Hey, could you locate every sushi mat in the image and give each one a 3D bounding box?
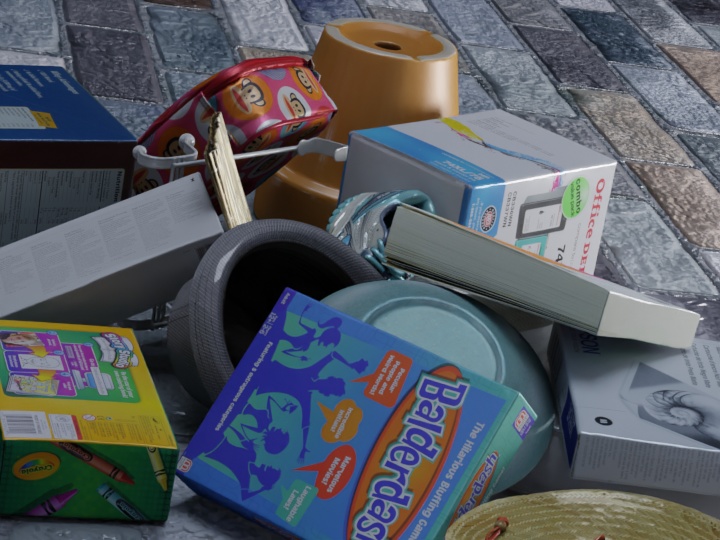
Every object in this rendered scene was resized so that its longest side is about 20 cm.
[{"bbox_3d":[-0.087,-0.017,1.757,0.012,0.201,0.096,-14,24,5],"label":"sushi mat"}]

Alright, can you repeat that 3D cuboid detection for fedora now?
[{"bbox_3d":[-0.066,0.056,1.672,0.199,0.178,0.090,18,-23,-40],"label":"fedora"}]

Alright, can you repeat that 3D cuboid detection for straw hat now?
[{"bbox_3d":[0.148,0.213,1.413,0.200,0.086,0.201,4,19,-1],"label":"straw hat"}]

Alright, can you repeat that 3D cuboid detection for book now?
[{"bbox_3d":[0.134,0.007,1.675,0.199,0.048,0.133,20,6,38],"label":"book"}]

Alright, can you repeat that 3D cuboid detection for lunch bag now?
[{"bbox_3d":[-0.116,-0.104,1.967,0.082,0.200,0.176,57,28,9],"label":"lunch bag"}]

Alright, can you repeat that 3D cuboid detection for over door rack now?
[{"bbox_3d":[-0.112,-0.033,1.838,0.199,0.149,0.066,-6,22,-41],"label":"over door rack"}]

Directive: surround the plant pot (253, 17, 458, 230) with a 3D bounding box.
[{"bbox_3d":[0.012,-0.128,2.103,0.199,0.184,0.200,9,20,-3],"label":"plant pot"}]

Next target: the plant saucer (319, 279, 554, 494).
[{"bbox_3d":[0.045,0.072,1.601,0.200,0.039,0.202,8,47,-9],"label":"plant saucer"}]

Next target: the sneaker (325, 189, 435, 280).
[{"bbox_3d":[0.000,0.000,1.807,0.086,0.078,0.200,-18,33,37],"label":"sneaker"}]

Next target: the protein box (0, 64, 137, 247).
[{"bbox_3d":[-0.315,-0.079,1.878,0.199,0.136,0.198,-1,23,-28],"label":"protein box"}]

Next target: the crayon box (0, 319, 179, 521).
[{"bbox_3d":[-0.202,0.100,1.572,0.118,0.059,0.200,4,21,-17],"label":"crayon box"}]

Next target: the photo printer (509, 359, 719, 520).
[{"bbox_3d":[0.210,0.133,1.676,0.199,0.070,0.166,17,22,17],"label":"photo printer"}]

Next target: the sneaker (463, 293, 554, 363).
[{"bbox_3d":[0.106,0.068,1.811,0.199,0.116,0.074,-12,54,20],"label":"sneaker"}]

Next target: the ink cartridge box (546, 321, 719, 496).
[{"bbox_3d":[0.239,0.101,1.618,0.199,0.041,0.200,9,22,-5],"label":"ink cartridge box"}]

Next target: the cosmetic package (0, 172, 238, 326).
[{"bbox_3d":[-0.198,0.000,1.711,0.199,0.051,0.083,-21,42,-3],"label":"cosmetic package"}]

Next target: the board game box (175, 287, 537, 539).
[{"bbox_3d":[-0.005,0.116,1.512,0.199,0.153,0.045,23,-16,31],"label":"board game box"}]

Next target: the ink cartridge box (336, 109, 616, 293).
[{"bbox_3d":[0.096,-0.041,1.969,0.146,0.148,0.199,26,26,38],"label":"ink cartridge box"}]
